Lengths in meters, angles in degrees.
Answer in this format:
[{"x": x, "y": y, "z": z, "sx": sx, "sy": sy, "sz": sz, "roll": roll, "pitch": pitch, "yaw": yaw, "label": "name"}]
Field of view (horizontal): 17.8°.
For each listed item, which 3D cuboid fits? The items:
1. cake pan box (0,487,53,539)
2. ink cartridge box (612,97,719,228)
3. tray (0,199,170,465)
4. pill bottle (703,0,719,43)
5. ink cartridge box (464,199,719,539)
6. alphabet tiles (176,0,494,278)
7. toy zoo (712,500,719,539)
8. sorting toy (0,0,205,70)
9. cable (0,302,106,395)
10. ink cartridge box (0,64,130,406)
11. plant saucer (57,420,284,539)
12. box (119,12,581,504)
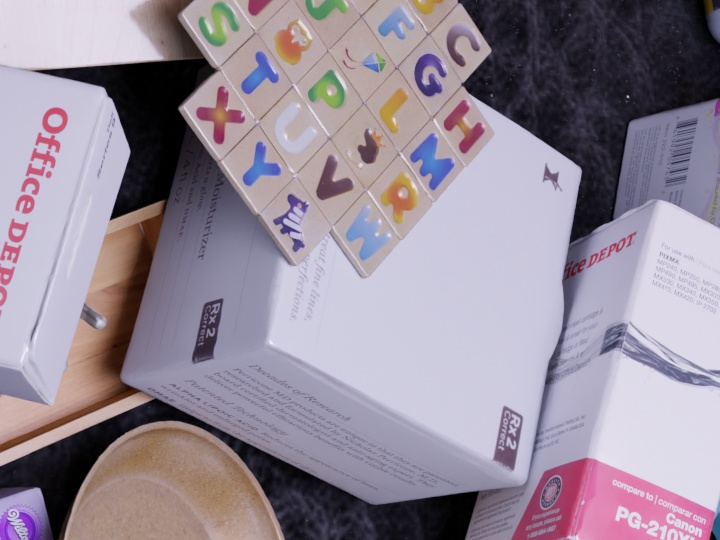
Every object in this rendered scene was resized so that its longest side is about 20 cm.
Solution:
[{"x": -0.227, "y": 0.221, "z": 1.165, "sx": 0.184, "sy": 0.052, "sz": 0.201, "roll": -14, "pitch": 92, "yaw": -35, "label": "cake pan box"}, {"x": 0.246, "y": -0.030, "z": 1.409, "sx": 0.084, "sy": 0.200, "sz": 0.145, "roll": 19, "pitch": 74, "yaw": -29, "label": "ink cartridge box"}, {"x": -0.176, "y": 0.042, "z": 1.229, "sx": 0.199, "sy": 0.037, "sz": 0.099, "roll": -23, "pitch": 97, "yaw": -32, "label": "tray"}, {"x": 0.275, "y": -0.210, "z": 1.503, "sx": 0.112, "sy": 0.112, "sz": 0.201, "roll": -8, "pitch": 88, "yaw": -33, "label": "pill bottle"}, {"x": 0.141, "y": 0.080, "z": 1.273, "sx": 0.084, "sy": 0.145, "sz": 0.201, "roll": 24, "pitch": 68, "yaw": -16, "label": "ink cartridge box"}, {"x": -0.008, "y": -0.100, "z": 1.186, "sx": 0.167, "sy": 0.006, "sz": 0.200, "roll": 54, "pitch": 50, "yaw": -16, "label": "alphabet tiles"}, {"x": 0.211, "y": 0.139, "z": 1.409, "sx": 0.200, "sy": 0.020, "sz": 0.131, "roll": -51, "pitch": 128, "yaw": -25, "label": "toy zoo"}, {"x": -0.139, "y": -0.208, "z": 1.191, "sx": 0.198, "sy": 0.070, "sz": 0.201, "roll": -6, "pitch": 99, "yaw": -18, "label": "sorting toy"}, {"x": -0.223, "y": -0.021, "z": 1.185, "sx": 0.097, "sy": 0.050, "sz": 0.200, "roll": -34, "pitch": 73, "yaw": -16, "label": "cable"}, {"x": -0.228, "y": -0.030, "z": 1.117, "sx": 0.199, "sy": 0.084, "sz": 0.147, "roll": 13, "pitch": 74, "yaw": 8, "label": "ink cartridge box"}, {"x": -0.105, "y": 0.182, "z": 1.225, "sx": 0.200, "sy": 0.035, "sz": 0.201, "roll": 23, "pitch": 62, "yaw": -52, "label": "plant saucer"}, {"x": 0.000, "y": 0.000, "z": 1.263, "sx": 0.200, "sy": 0.130, "sz": 0.200, "roll": 30, "pitch": 60, "yaw": -35, "label": "box"}]
